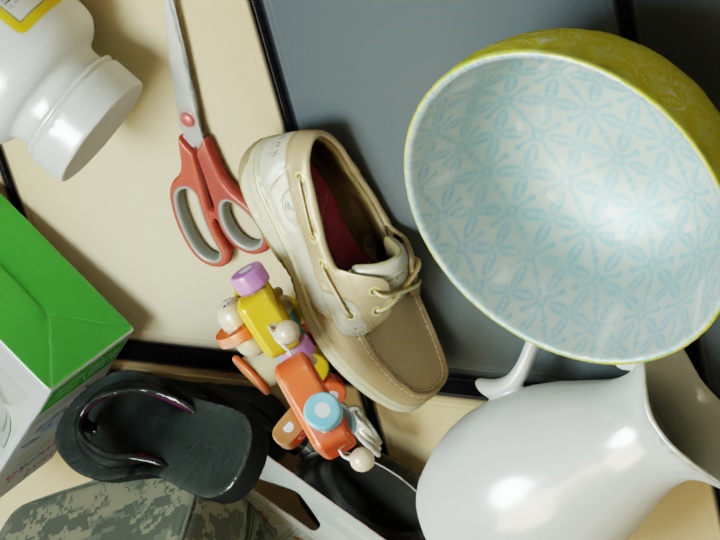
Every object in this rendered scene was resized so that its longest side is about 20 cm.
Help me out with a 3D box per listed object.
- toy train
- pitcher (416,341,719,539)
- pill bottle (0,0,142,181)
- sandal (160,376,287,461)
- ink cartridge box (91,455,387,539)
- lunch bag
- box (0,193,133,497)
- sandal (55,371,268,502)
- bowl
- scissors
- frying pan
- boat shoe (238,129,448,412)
[{"bbox_3d":[-0.043,0.075,1.554,0.150,0.056,0.200,59,-179,10],"label":"toy train"},{"bbox_3d":[0.122,0.097,1.523,0.200,0.121,0.172,-31,82,34],"label":"pitcher"},{"bbox_3d":[-0.239,-0.150,1.566,0.200,0.111,0.111,40,136,3],"label":"pill bottle"},{"bbox_3d":[-0.140,0.113,1.746,0.200,0.048,0.075,-5,121,36],"label":"sandal"},{"bbox_3d":[-0.080,0.179,1.725,0.200,0.044,0.174,36,128,-12],"label":"ink cartridge box"},{"bbox_3d":[-0.138,0.236,1.679,0.200,0.140,0.168,-20,129,29],"label":"lunch bag"},{"bbox_3d":[-0.282,0.039,1.741,0.200,0.097,0.177,45,136,7],"label":"box"},{"bbox_3d":[-0.139,0.101,1.610,0.200,0.075,0.048,5,162,47],"label":"sandal"},{"bbox_3d":[0.135,-0.059,1.384,0.200,0.108,0.200,18,131,22],"label":"bowl"},{"bbox_3d":[-0.113,-0.087,1.598,0.073,0.014,0.200,-1,123,37],"label":"scissors"},{"bbox_3d":[-0.025,0.142,1.693,0.190,0.031,0.115,27,143,13],"label":"frying pan"},{"bbox_3d":[0.000,0.000,1.546,0.069,0.074,0.200,-18,111,48],"label":"boat shoe"}]
